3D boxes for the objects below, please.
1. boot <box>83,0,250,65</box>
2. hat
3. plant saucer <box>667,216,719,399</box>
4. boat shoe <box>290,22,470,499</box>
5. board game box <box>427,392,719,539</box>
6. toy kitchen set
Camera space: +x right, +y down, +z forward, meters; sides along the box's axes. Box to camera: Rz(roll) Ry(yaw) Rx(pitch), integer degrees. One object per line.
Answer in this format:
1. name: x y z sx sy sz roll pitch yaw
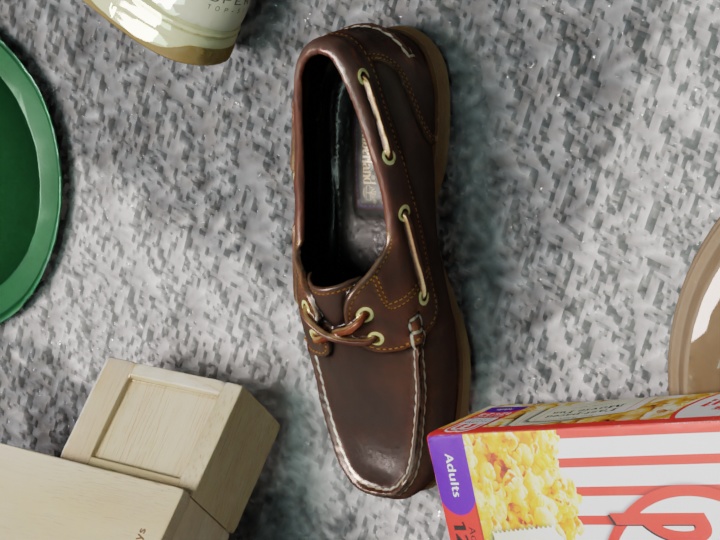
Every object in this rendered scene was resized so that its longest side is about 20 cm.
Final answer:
1. boot: -0.104 -0.204 0.841 0.199 0.072 0.155 38 117 15
2. hat: -0.267 -0.034 0.908 0.198 0.176 0.168 -7 95 32
3. plant saucer: 0.201 0.047 0.720 0.198 0.029 0.202 7 103 32
4. boat shoe: 0.000 0.000 0.814 0.070 0.070 0.202 0 100 31
5. board game box: 0.124 0.124 0.742 0.199 0.046 0.153 -9 97 47
6. toy kitchen set: -0.121 0.166 0.919 0.162 0.181 0.201 9 64 33
